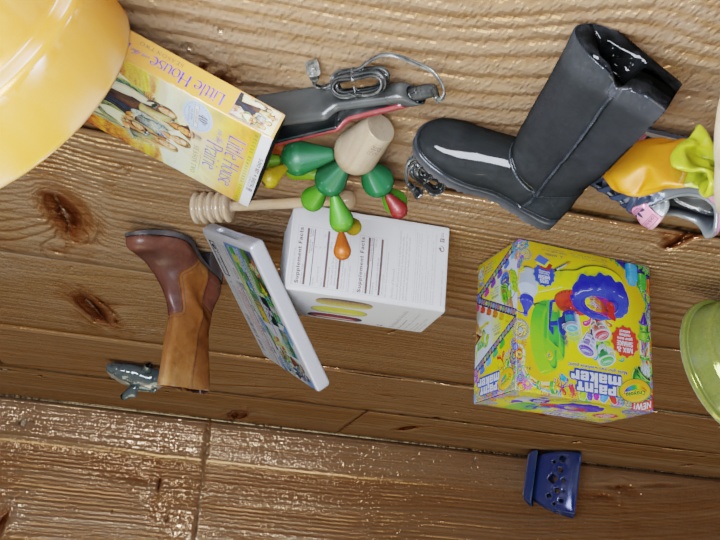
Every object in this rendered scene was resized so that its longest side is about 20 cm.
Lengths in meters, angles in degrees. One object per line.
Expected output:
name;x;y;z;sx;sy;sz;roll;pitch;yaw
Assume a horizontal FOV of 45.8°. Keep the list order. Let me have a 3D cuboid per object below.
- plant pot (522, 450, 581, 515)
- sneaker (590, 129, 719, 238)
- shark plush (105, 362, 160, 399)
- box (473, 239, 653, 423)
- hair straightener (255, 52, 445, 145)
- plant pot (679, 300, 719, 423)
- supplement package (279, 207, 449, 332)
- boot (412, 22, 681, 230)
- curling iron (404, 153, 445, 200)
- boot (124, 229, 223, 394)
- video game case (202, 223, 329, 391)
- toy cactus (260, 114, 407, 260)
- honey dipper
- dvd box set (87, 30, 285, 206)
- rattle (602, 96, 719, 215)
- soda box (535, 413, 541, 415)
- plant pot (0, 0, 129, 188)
plant pot;0.642;0.708;2.857;0.177;0.203;0.200;7;163;17
sneaker;0.253;-0.085;0.792;0.196;0.083;0.070;10;161;0
shark plush;-0.504;0.254;2.029;0.196;0.092;0.084;5;132;14
box;0.264;0.085;1.118;0.197;0.196;0.122;10;161;-16
hair straightener;-0.019;-0.149;0.738;0.197;0.042;0.077;0;161;33
plant pot;0.561;0.098;1.121;0.198;0.204;0.184;14;148;-25
supplement package;0.000;0.000;1.068;0.196;0.112;0.114;8;161;-9
boot;0.145;-0.128;0.716;0.163;0.066;0.200;24;154;-3
curling iron;0.131;-0.088;0.900;0.197;0.026;0.050;9;124;-24
boot;-0.264;0.058;1.166;0.067;0.204;0.188;-3;160;22
video game case;-0.121;0.041;1.066;0.022;0.202;0.182;-31;-158;-20
toy cactus;-0.025;-0.095;0.848;0.198;0.104;0.165;22;148;-22
honey dipper;-0.101;-0.079;0.990;0.196;0.039;0.038;-3;160;13
dvd box set;-0.169;-0.138;0.737;0.198;0.030;0.146;28;157;-7
rattle;0.246;-0.119;0.647;0.142;0.132;0.199;26;-172;28
soda box;0.343;0.258;1.808;0.198;0.065;0.070;18;157;-31
plant pot;-0.280;-0.176;0.536;0.197;0.203;0.184;-4;144;25
